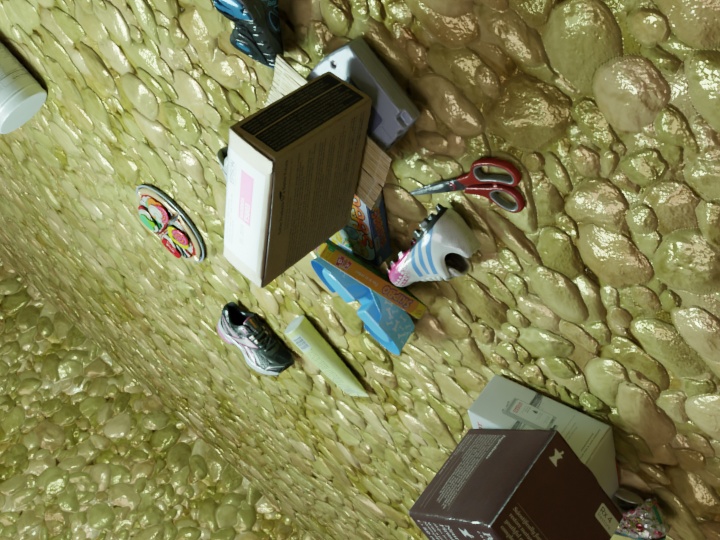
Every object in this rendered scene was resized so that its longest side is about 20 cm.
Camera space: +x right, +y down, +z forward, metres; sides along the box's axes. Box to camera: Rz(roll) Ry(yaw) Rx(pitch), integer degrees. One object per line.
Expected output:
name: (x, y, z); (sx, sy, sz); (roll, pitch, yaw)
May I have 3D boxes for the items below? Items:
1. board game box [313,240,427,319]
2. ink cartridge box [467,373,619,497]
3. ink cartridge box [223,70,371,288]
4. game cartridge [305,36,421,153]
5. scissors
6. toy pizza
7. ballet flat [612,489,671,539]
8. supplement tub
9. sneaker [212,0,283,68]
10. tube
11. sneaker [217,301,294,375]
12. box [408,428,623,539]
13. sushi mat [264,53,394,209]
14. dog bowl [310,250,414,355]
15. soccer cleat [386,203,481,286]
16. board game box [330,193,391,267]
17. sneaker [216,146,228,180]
board game box: (0.000, 0.000, 1.290); (0.199, 0.030, 0.096); (35, -177, -22)
ink cartridge box: (0.266, 0.257, 1.313); (0.198, 0.083, 0.148); (22, 147, 39)
ink cartridge box: (-0.076, -0.104, 1.042); (0.075, 0.164, 0.202); (37, 141, 21)
game cartridge: (-0.017, -0.187, 1.099); (0.133, 0.041, 0.200); (49, 145, -1)
scissors: (0.118, -0.109, 1.081); (0.199, 0.014, 0.074); (16, 144, 48)
toy pizza: (-0.400, -0.090, 1.869); (0.199, 0.032, 0.201); (35, 153, 21)
ballet flat: (0.372, 0.354, 1.335); (0.199, 0.075, 0.065); (-13, 88, 56)
supplement tub: (-0.755, -0.395, 1.840); (0.200, 0.132, 0.132); (48, 155, -6)
sneaker: (-0.118, -0.308, 1.083); (0.072, 0.083, 0.200); (25, 171, 5)
tube: (-0.064, 0.173, 1.737); (0.200, 0.052, 0.058); (49, -164, -16)
sneaker: (-0.225, 0.140, 1.898); (0.198, 0.080, 0.087); (31, 141, 17)
box: (0.206, 0.329, 1.221); (0.167, 0.164, 0.199); (50, 153, -12)
sushi mat: (-0.041, -0.168, 1.102); (0.200, 0.012, 0.096); (44, 143, 12)
dog bowl: (0.007, 0.042, 1.405); (0.200, 0.050, 0.111); (48, 168, -4)
soccer cleat: (0.095, -0.010, 1.192); (0.086, 0.070, 0.200); (43, 154, 5)
board game box: (-0.026, -0.108, 1.271); (0.134, 0.034, 0.202); (28, 149, 31)
sneaker: (-0.161, -0.156, 1.359); (0.199, 0.074, 0.089); (6, 136, 53)
